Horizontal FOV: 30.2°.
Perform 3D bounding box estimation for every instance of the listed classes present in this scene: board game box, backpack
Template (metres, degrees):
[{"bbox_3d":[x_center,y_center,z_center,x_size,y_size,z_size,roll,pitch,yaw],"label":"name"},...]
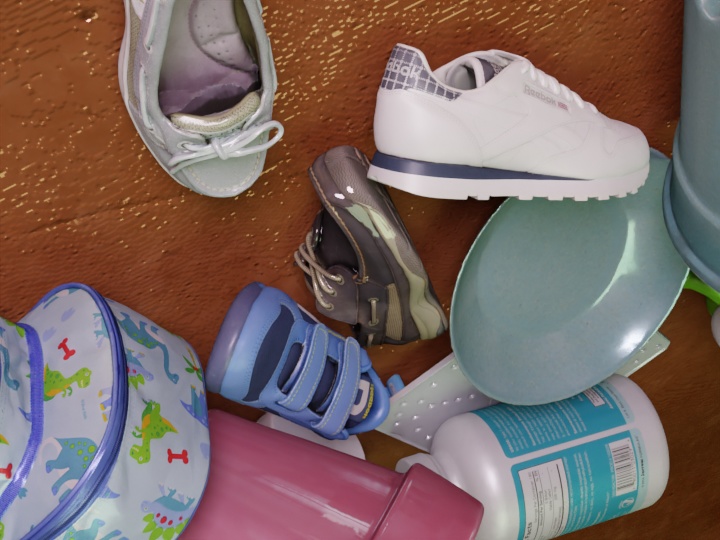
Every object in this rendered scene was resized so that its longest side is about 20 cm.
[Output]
[{"bbox_3d":[0.126,0.079,1.054,0.200,0.026,0.200,-38,145,16],"label":"board game box"},{"bbox_3d":[-0.189,0.105,0.733,0.199,0.184,0.147,-35,133,16],"label":"backpack"}]

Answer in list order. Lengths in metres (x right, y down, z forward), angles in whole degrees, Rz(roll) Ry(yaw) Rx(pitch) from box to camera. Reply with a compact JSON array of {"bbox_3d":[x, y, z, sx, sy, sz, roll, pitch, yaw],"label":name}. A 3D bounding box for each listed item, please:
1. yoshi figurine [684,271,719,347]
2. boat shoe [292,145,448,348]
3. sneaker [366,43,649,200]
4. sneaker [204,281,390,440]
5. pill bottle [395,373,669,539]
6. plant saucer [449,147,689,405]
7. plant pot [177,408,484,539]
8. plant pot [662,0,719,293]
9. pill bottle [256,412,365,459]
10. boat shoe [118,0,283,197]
[{"bbox_3d":[0.294,-0.004,1.018,0.112,0.112,0.201,-49,143,-30],"label":"yoshi figurine"},{"bbox_3d":[0.000,0.000,0.817,0.073,0.075,0.200,-26,146,2],"label":"boat shoe"},{"bbox_3d":[0.095,-0.084,0.764,0.199,0.076,0.081,-3,102,-37],"label":"sneaker"},{"bbox_3d":[-0.035,0.061,0.830,0.074,0.082,0.200,-65,161,-4],"label":"sneaker"},{"bbox_3d":[0.130,0.154,1.035,0.198,0.111,0.111,-12,145,-19],"label":"pill bottle"},{"bbox_3d":[0.139,-0.002,0.909,0.200,0.039,0.202,-15,125,-21],"label":"plant saucer"},{"bbox_3d":[-0.048,0.185,0.816,0.201,0.178,0.200,-60,175,-9],"label":"plant pot"},{"bbox_3d":[0.265,-0.109,0.759,0.199,0.201,0.197,-24,138,-2],"label":"plant pot"},{"bbox_3d":[-0.085,0.183,0.975,0.112,0.113,0.200,11,131,-43],"label":"pill bottle"},{"bbox_3d":[-0.075,-0.098,0.639,0.074,0.065,0.203,-16,146,-14],"label":"boat shoe"}]
